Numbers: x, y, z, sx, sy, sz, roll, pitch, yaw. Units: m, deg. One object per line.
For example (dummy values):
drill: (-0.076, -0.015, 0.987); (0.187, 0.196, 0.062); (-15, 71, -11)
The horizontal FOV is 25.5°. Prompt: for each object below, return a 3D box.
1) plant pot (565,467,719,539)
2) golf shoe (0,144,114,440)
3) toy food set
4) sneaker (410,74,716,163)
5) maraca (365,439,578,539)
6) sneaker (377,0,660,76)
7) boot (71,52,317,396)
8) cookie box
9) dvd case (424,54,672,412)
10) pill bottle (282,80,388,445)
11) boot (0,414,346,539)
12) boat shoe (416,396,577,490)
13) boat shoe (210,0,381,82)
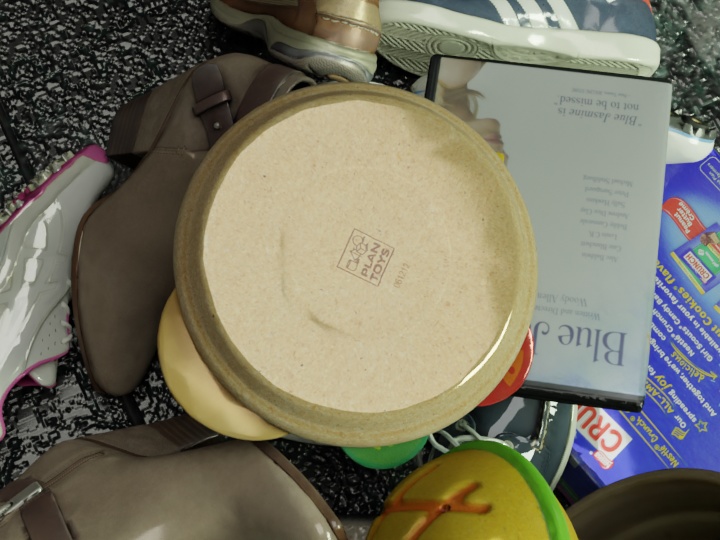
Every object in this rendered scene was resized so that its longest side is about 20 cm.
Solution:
plant pot: (0.186, 0.234, 0.837); (0.174, 0.199, 0.201); (45, 67, -32)
golf shoe: (-0.200, 0.016, 0.942); (0.091, 0.075, 0.200); (41, 69, -14)
toy food set: (0.000, 0.000, 0.829); (0.197, 0.049, 0.201); (10, 76, -7)
sneaker: (0.121, -0.080, 0.983); (0.199, 0.072, 0.073); (7, 100, 25)
maraca: (0.060, 0.178, 0.785); (0.107, 0.137, 0.201); (18, 41, -32)
sneaker: (0.097, -0.171, 1.034); (0.199, 0.075, 0.085); (6, 72, -16)
boot: (-0.090, -0.025, 0.909); (0.146, 0.070, 0.201); (1, 87, 37)
cookie box: (0.180, 0.044, 0.967); (0.200, 0.075, 0.171); (-36, 79, -17)
dvd case: (0.096, -0.025, 0.889); (0.142, 0.018, 0.201); (7, 68, 5)
pill bottle: (-0.008, -0.005, 0.941); (0.110, 0.111, 0.201); (5, 71, -5)
boot: (-0.116, 0.141, 0.848); (0.146, 0.200, 0.071); (-26, 114, -25)
boat shoe: (0.066, 0.118, 0.892); (0.075, 0.062, 0.201); (24, 101, 24)
boat shoe: (-0.034, -0.168, 0.962); (0.075, 0.200, 0.072); (11, 105, -30)
